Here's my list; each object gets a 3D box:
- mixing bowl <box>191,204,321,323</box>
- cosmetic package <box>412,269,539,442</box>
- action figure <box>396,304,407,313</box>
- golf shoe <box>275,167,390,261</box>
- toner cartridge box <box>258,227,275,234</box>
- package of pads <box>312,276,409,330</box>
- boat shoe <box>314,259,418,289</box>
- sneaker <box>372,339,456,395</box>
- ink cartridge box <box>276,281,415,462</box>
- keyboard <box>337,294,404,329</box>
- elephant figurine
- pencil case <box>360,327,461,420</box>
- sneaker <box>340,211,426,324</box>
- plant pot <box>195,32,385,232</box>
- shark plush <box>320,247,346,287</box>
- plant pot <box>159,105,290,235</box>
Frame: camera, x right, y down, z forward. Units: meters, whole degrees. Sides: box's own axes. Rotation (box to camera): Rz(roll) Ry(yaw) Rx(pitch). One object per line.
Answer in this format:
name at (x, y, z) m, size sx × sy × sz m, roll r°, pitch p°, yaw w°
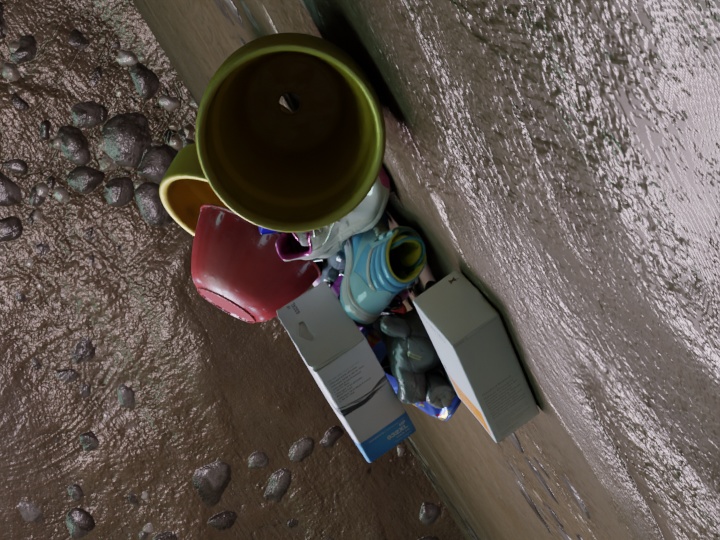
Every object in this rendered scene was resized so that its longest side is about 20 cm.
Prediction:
mixing bowl at (-0.167, 0.004, 1.797) m, size 0.198 × 0.109 × 0.200 m, roll 27°, pitch 165°, yaw 8°
cosmetic package at (0.143, 0.107, 1.539) m, size 0.102 × 0.071 × 0.201 m, roll 50°, pitch 170°, yaw 47°
action figure at (0.035, 0.031, 2.093) m, size 0.201 × 0.051 × 0.066 m, roll 54°, pitch 177°, yaw 30°
golf shoe at (-0.036, -0.067, 1.614) m, size 0.076 × 0.091 × 0.200 m, roll 58°, pitch 135°, yaw 12°
toner cartridge box at (-0.077, -0.122, 1.644) m, size 0.201 × 0.094 × 0.044 m, roll 114°, pitch 143°, yaw -56°
package of pads at (-0.024, -0.008, 1.999) m, size 0.201 × 0.120 × 0.076 m, roll 56°, pitch -175°, yaw 10°
boat shoe at (0.000, 0.000, 1.886) m, size 0.198 × 0.062 × 0.073 m, roll 19°, pitch 147°, yaw 38°
sneaker at (0.097, 0.142, 1.827) m, size 0.199 × 0.070 × 0.078 m, roll 12°, pitch -147°, yaw -47°
ink cartridge box at (-0.019, 0.137, 1.702) m, size 0.145 × 0.083 × 0.201 m, roll 52°, pitch 172°, yaw 50°
keyboard at (0.039, 0.061, 1.891) m, size 0.197 × 0.040 × 0.104 m, roll 10°, pitch 160°, yaw 16°
elephant figurine at (0.084, 0.089, 1.715) m, size 0.201 × 0.139 × 0.157 m, roll -102°, pitch 12°, yaw -63°
pencil case at (0.067, 0.162, 1.964) m, size 0.198 × 0.088 × 0.078 m, roll 26°, pitch -150°, yaw -3°
sneaker at (0.039, -0.038, 1.652) m, size 0.079 × 0.130 × 0.202 m, roll 25°, pitch -134°, yaw -27°
plant pot at (-0.075, -0.166, 1.379) m, size 0.202 × 0.199 × 0.189 m, roll 58°, pitch -172°, yaw -18°
shark plush at (-0.044, -0.014, 1.800) m, size 0.090 × 0.084 × 0.200 m, roll 23°, pitch 152°, yaw -17°
plant pot at (-0.177, -0.154, 1.916) m, size 0.198 × 0.191 × 0.202 m, roll 19°, pitch 153°, yaw 10°
